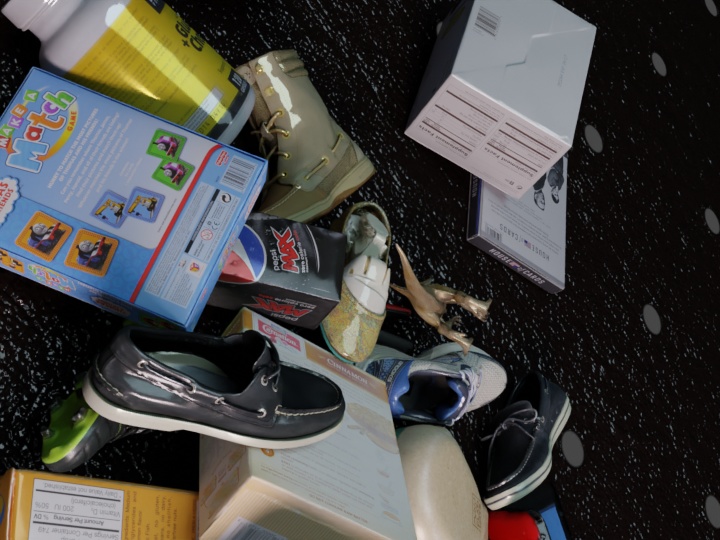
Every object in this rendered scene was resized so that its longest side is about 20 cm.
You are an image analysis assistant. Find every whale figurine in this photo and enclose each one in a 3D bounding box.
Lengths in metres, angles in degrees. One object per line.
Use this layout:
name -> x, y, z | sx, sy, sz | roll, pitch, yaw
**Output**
whale figurine -> 0.055, 0.220, 1.010 | 0.200, 0.103, 0.161 | 45, 41, -55

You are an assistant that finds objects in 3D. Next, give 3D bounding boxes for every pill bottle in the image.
pill bottle -> -0.191, -0.173, 0.922 | 0.200, 0.111, 0.113 | 42, 47, -22

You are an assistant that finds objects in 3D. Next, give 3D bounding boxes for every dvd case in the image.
dvd case -> 0.188, -0.091, 1.316 | 0.149, 0.025, 0.202 | 29, 54, -32

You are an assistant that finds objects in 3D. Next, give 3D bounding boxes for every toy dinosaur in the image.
toy dinosaur -> 0.068, 0.032, 1.060 | 0.100, 0.200, 0.059 | 27, 87, 11

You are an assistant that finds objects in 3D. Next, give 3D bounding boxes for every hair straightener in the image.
hair straightener -> -0.025, 0.056, 1.027 | 0.199, 0.041, 0.078 | 18, 60, -44

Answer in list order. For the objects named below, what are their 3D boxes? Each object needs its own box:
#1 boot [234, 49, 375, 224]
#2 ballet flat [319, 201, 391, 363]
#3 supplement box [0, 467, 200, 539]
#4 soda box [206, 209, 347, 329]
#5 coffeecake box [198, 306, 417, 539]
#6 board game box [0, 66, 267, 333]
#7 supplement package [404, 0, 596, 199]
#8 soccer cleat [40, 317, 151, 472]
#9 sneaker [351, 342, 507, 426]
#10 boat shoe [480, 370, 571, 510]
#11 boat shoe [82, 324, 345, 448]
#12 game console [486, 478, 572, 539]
boot -> -0.080, -0.114, 1.031 | 0.156, 0.072, 0.200 | 58, 42, -8
ballet flat -> 0.000, 0.000, 1.014 | 0.071, 0.071, 0.201 | 41, 25, -23
supplement box -> -0.174, 0.189, 0.806 | 0.199, 0.066, 0.070 | 20, 61, -37
soda box -> -0.114, -0.013, 0.909 | 0.198, 0.071, 0.064 | 14, 63, -17
coffeecake box -> -0.046, 0.142, 0.878 | 0.153, 0.073, 0.201 | 30, 25, -24
board game box -> -0.189, -0.052, 0.835 | 0.198, 0.037, 0.152 | 22, 63, 2
supplement package -> 0.159, -0.214, 1.257 | 0.155, 0.111, 0.201 | 28, 51, -11
soccer cleat -> -0.168, 0.094, 0.830 | 0.082, 0.067, 0.200 | 57, 25, -17
sneaker -> 0.076, 0.115, 1.054 | 0.198, 0.085, 0.078 | 1, 103, -41
boat shoe -> 0.161, 0.169, 1.134 | 0.062, 0.074, 0.200 | 52, 36, -9
boat shoe -> -0.088, 0.072, 0.777 | 0.197, 0.067, 0.075 | 13, 29, -26
game console -> 0.205, 0.311, 1.083 | 0.117, 0.172, 0.202 | -17, 84, -20
